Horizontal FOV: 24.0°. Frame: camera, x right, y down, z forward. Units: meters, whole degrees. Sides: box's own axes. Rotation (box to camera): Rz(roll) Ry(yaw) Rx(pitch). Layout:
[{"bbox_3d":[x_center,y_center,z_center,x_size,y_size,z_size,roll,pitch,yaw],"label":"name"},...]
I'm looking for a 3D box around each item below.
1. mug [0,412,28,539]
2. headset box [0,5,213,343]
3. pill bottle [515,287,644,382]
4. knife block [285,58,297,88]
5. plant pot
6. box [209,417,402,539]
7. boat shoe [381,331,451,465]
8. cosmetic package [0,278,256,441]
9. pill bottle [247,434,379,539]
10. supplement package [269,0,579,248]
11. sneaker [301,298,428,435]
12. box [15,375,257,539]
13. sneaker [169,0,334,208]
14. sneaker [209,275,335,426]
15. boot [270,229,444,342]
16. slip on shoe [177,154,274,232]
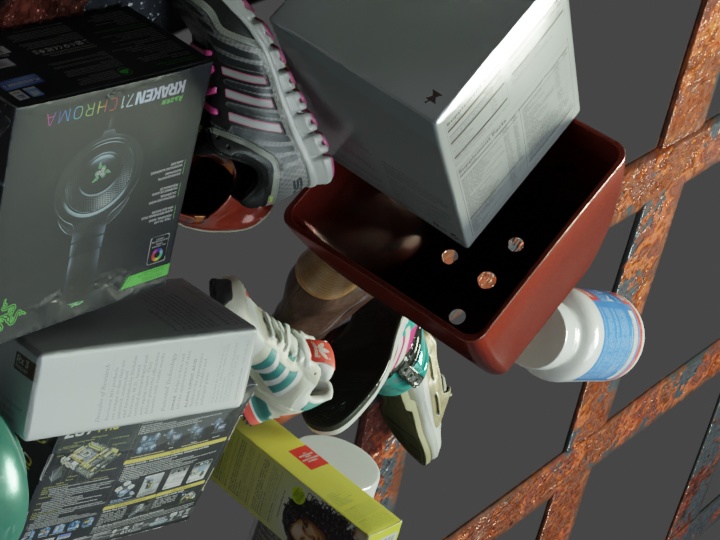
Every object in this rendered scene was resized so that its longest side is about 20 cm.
[{"bbox_3d":[-0.290,0.138,1.145,0.114,0.152,0.185,-29,178,-42],"label":"mug"},{"bbox_3d":[-0.208,-0.060,1.150,0.174,0.093,0.200,-21,137,-46],"label":"headset box"},{"bbox_3d":[0.244,0.074,1.972,0.200,0.112,0.112,6,115,-60],"label":"pill bottle"},{"bbox_3d":[0.016,-0.143,1.426,0.200,0.064,0.176,-47,145,-18],"label":"knife block"},{"bbox_3d":[0.090,-0.028,1.393,0.200,0.200,0.176,-50,153,-13],"label":"plant pot"},{"bbox_3d":[-0.057,0.205,1.546,0.050,0.200,0.075,-16,132,-46],"label":"box"},{"bbox_3d":[0.063,0.135,1.793,0.068,0.075,0.200,-40,147,-17],"label":"boat shoe"},{"bbox_3d":[-0.184,0.062,1.246,0.200,0.102,0.074,-7,117,-43],"label":"cosmetic package"},{"bbox_3d":[-0.055,0.273,1.712,0.114,0.114,0.200,-15,132,-51],"label":"pill bottle"},{"bbox_3d":[0.055,-0.150,1.243,0.151,0.152,0.200,-50,157,-13],"label":"supplement package"},{"bbox_3d":[0.007,0.097,1.638,0.200,0.084,0.121,-61,154,-30],"label":"sneaker"},{"bbox_3d":[-0.194,0.150,1.360,0.200,0.049,0.161,-8,136,-47],"label":"box"},{"bbox_3d":[-0.096,-0.126,1.224,0.087,0.074,0.200,-36,119,-12],"label":"sneaker"},{"bbox_3d":[-0.073,0.063,1.466,0.093,0.070,0.200,-9,144,3],"label":"sneaker"},{"bbox_3d":[0.000,0.000,1.553,0.200,0.072,0.166,-20,157,-45],"label":"boot"},{"bbox_3d":[-0.120,-0.063,1.318,0.074,0.061,0.200,-60,153,4],"label":"slip on shoe"}]
